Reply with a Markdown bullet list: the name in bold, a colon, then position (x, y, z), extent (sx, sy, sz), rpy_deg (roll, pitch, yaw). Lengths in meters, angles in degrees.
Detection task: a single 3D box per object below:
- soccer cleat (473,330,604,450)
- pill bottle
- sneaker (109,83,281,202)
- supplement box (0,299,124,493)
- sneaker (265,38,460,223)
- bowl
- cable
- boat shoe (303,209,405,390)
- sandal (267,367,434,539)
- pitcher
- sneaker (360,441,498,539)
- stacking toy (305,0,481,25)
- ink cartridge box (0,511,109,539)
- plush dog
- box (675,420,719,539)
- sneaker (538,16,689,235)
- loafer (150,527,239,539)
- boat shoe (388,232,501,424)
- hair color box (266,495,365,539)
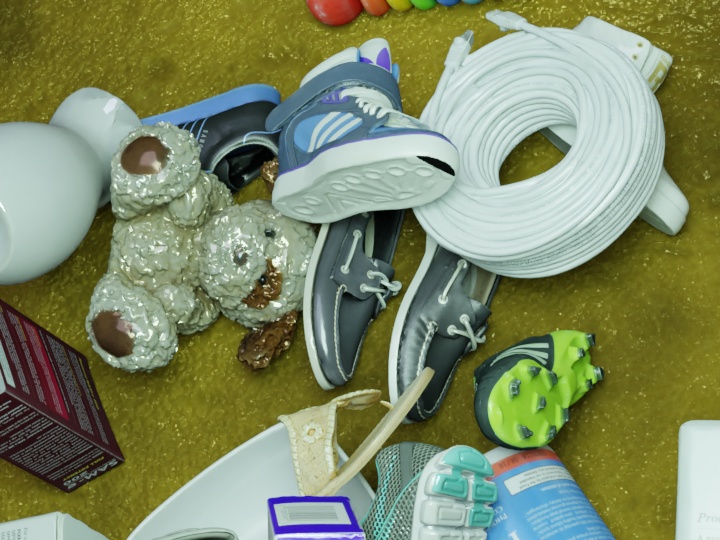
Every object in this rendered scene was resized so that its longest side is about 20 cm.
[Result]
- **soccer cleat**: position (0.112, 0.087, 1.198), extent (0.081, 0.200, 0.068), rpy_deg (-11, 95, 26)
- **pill bottle**: position (0.137, 0.226, 1.154), extent (0.112, 0.112, 0.200), rpy_deg (-35, 59, 0)
- **sneaker**: position (-0.152, -0.090, 1.423), extent (0.200, 0.070, 0.078), rpy_deg (-22, 59, 11)
- **supplement box**: position (-0.268, 0.091, 1.300), extent (0.061, 0.200, 0.109), rpy_deg (-30, 60, 7)
- **sneaker**: position (0.009, -0.122, 1.263), extent (0.200, 0.081, 0.147), rpy_deg (-14, 57, 52)
- **bowl**: position (-0.060, 0.235, 1.238), extent (0.200, 0.075, 0.200), rpy_deg (-36, 61, -1)
- **cable**: position (0.129, -0.089, 1.257), extent (0.200, 0.069, 0.200), rpy_deg (21, 75, 38)
- **boat shoe**: position (0.000, 0.000, 1.330), extent (0.063, 0.073, 0.200), rpy_deg (-3, 60, 20)
- **sandal**: position (-0.038, 0.134, 1.183), extent (0.070, 0.078, 0.212), rpy_deg (38, 85, 0)
- **pitcher**: position (-0.270, -0.045, 1.339), extent (0.121, 0.200, 0.172), rpy_deg (29, 118, 7)
- **sneaker**: position (0.032, 0.209, 1.140), extent (0.091, 0.078, 0.200), rpy_deg (17, 94, 50)
- **stacking toy**: position (0.046, -0.258, 1.438), extent (0.200, 0.085, 0.085), rpy_deg (-10, 63, 20)
- **ink cartridge box**: position (-0.284, 0.256, 1.261), extent (0.200, 0.144, 0.084), rpy_deg (-14, 63, 12)
- **plush dog**: position (-0.117, -0.007, 1.354), extent (0.172, 0.160, 0.200), rpy_deg (8, 85, 3)
- **box**: position (0.309, 0.203, 1.059), extent (0.199, 0.200, 0.172), rpy_deg (-1, 68, 19)
- **sneaker**: position (0.214, -0.125, 1.318), extent (0.116, 0.074, 0.200), rpy_deg (-42, 59, -1)
- **loafer**: position (-0.168, 0.223, 1.139), extent (0.200, 0.070, 0.070), rpy_deg (-21, 62, -42)
- **boat shoe**: position (0.074, 0.028, 1.295), extent (0.060, 0.074, 0.200), rpy_deg (5, 59, 26)
- **hair color box**: position (-0.029, 0.259, 1.100), extent (0.065, 0.109, 0.200), rpy_deg (1, 95, -6)
